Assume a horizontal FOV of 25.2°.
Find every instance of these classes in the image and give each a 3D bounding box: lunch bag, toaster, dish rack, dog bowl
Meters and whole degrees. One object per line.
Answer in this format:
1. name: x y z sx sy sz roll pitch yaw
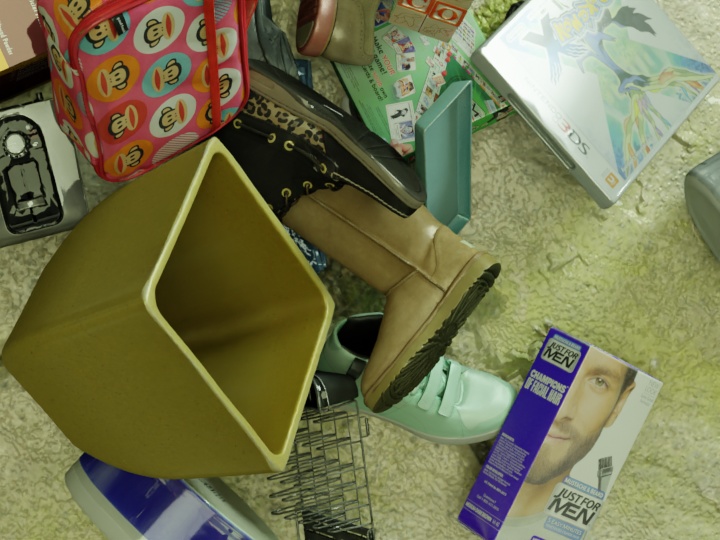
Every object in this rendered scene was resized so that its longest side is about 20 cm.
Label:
1. lunch bag: -0.156 -0.176 1.261 0.175 0.201 0.082 -31 62 -19
2. toaster: -0.335 -0.076 1.393 0.179 0.200 0.120 -14 97 -12
3. dish rack: -0.041 0.183 1.446 0.054 0.153 0.202 -10 95 -28
4. dog bowl: -0.159 0.215 1.408 0.200 0.200 0.079 42 87 -5

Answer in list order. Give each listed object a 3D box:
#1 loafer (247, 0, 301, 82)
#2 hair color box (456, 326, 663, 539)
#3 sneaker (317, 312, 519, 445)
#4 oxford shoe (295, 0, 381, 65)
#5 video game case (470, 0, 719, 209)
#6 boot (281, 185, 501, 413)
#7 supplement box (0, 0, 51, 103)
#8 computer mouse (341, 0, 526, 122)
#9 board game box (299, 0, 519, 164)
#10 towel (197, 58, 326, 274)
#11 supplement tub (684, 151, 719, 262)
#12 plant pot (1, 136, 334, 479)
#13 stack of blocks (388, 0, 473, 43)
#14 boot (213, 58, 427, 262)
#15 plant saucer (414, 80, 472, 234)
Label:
1. loafer: -0.112 -0.228 1.433 0.072 0.073 0.201 -18 70 -5
2. hair color box: 0.184 0.166 1.482 0.109 0.065 0.201 26 89 -36
3. sneaker: 0.059 0.096 1.454 0.198 0.118 0.074 11 60 -4
4. oxford shoe: -0.005 -0.274 1.441 0.074 0.070 0.202 17 74 -19
5. video game case: 0.217 -0.183 1.462 0.182 0.022 0.200 47 58 -6
6. boot: 0.000 0.000 1.398 0.200 0.066 0.175 38 84 22
7. supplement box: -0.254 -0.247 1.361 0.196 0.200 0.134 -25 94 -13
8. computer mouse: 0.078 -0.170 1.484 0.198 0.044 0.111 -17 76 -1
9. board game box: 0.040 -0.204 1.457 0.134 0.029 0.201 -25 75 -4
10. towel: -0.092 -0.089 1.474 0.110 0.049 0.202 -5 93 -4
11. supplement tub: 0.408 -0.086 1.479 0.199 0.123 0.123 -31 95 -3
12. plant pot: -0.168 0.049 1.300 0.199 0.195 0.196 -17 125 29
13. stack of blocks: 0.079 -0.303 1.407 0.058 0.115 0.202 17 65 -7
14. boot: -0.055 -0.068 1.363 0.199 0.073 0.151 36 105 10
15. plant saucer: 0.072 -0.085 1.422 0.019 0.201 0.070 31 63 21
